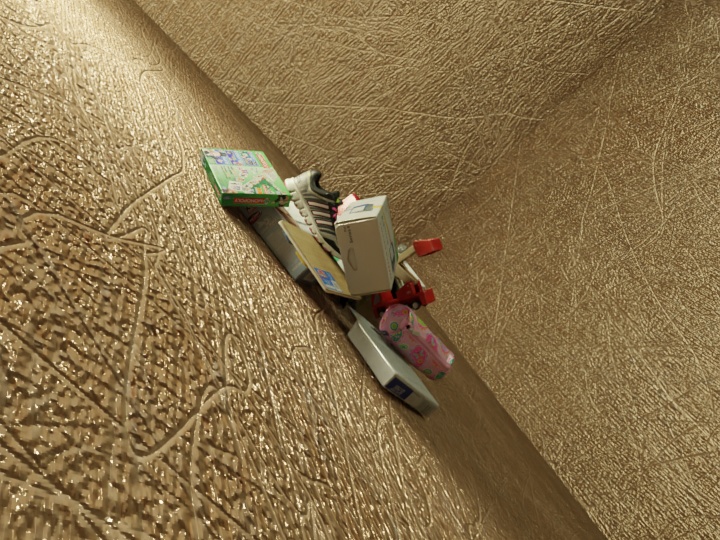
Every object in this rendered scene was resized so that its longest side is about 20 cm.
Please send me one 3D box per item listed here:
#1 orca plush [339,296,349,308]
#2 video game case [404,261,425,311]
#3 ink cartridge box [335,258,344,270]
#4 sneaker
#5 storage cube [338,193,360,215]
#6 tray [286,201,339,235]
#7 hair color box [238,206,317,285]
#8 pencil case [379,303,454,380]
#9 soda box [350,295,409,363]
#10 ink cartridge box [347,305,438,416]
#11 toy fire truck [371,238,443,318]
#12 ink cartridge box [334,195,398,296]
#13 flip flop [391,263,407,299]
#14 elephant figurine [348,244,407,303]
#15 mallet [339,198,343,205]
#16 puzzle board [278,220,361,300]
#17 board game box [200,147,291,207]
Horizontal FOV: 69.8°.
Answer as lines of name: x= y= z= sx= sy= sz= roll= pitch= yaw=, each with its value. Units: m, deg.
orca plush: x=0.000 y=0.000 z=1.217 sx=0.106 sy=0.071 sz=0.200 roll=69 pitch=25 yaw=-19
video game case: x=0.104 y=0.084 z=1.394 sx=0.024 sy=0.183 sz=0.200 roll=18 pitch=15 yaw=-16
ink cartridge box: x=-0.040 y=-0.057 z=1.195 sx=0.160 sy=0.050 sz=0.200 roll=30 pitch=42 yaw=3
sneaker: x=-0.068 y=-0.117 z=1.037 sx=0.201 sy=0.087 sz=0.074 roll=57 pitch=8 yaw=-3
storage cube: x=-0.015 y=-0.079 z=1.492 sx=0.180 sy=0.199 sz=0.171 roll=57 pitch=9 yaw=23
tray: x=-0.112 y=-0.114 z=1.170 sx=0.198 sy=0.022 sz=0.108 roll=17 pitch=37 yaw=-1
hair color box: x=-0.152 y=-0.067 z=1.057 sx=0.200 sy=0.061 sz=0.099 roll=50 pitch=7 yaw=16
pencil case: x=0.124 y=0.158 z=1.127 sx=0.200 sy=0.087 sz=0.088 roll=47 pitch=6 yaw=-31
soda box: x=0.067 y=0.141 z=1.266 sx=0.200 sy=0.068 sz=0.064 roll=46 pitch=7 yaw=-17
ink cartridge box: x=0.055 y=0.184 z=1.041 sx=0.196 sy=0.043 sz=0.200 roll=43 pitch=5 yaw=-46
toy fire truck: x=0.099 y=0.019 z=1.145 sx=0.049 sy=0.199 sz=0.142 roll=-13 pitch=85 yaw=-55
ink cartridge box: x=0.018 y=-0.054 z=1.022 sx=0.200 sy=0.087 sz=0.146 roll=-62 pitch=141 yaw=-69
flip flop: x=0.091 y=0.020 z=1.250 sx=0.057 sy=0.081 sz=0.201 roll=-5 pitch=68 yaw=-29
elephant figurine: x=0.049 y=0.005 z=1.366 sx=0.141 sy=0.200 sz=0.155 roll=43 pitch=8 yaw=-43
mallet: x=-0.132 y=-0.145 z=1.245 sx=0.066 sy=0.199 sz=0.041 roll=35 pitch=-45 yaw=28
puzzle board: x=-0.072 y=-0.011 z=0.961 sx=0.151 sy=0.017 sz=0.200 roll=56 pitch=10 yaw=16
board game box: x=-0.233 y=-0.188 z=1.031 sx=0.134 sy=0.029 sz=0.200 roll=-2 pitch=36 yaw=-29
